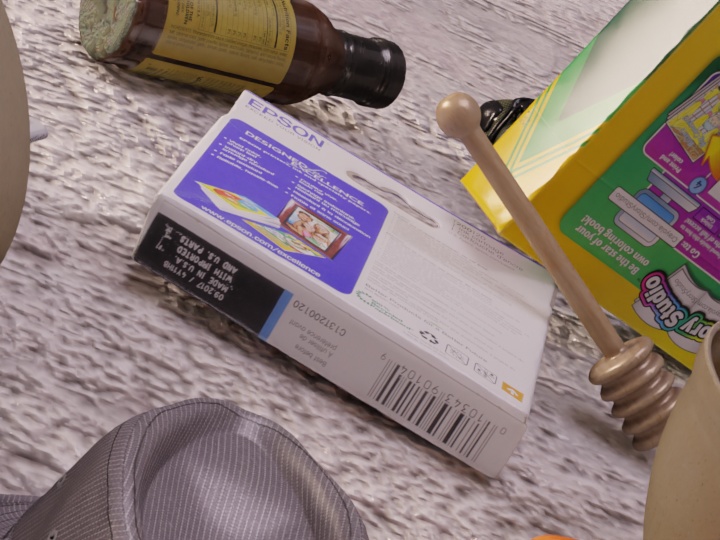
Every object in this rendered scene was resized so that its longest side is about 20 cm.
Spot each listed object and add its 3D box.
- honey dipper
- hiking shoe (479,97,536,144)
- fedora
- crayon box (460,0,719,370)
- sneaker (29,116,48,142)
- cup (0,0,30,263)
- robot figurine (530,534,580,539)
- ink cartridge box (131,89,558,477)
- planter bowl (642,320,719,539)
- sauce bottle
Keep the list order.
[{"bbox_3d":[0.096,-0.001,1.203,0.200,0.038,0.038,55,20,-8],"label":"honey dipper"},{"bbox_3d":[0.100,-0.055,1.412,0.100,0.076,0.200,25,12,13],"label":"hiking shoe"},{"bbox_3d":[-0.057,0.105,0.826,0.176,0.091,0.200,28,22,-5],"label":"fedora"},{"bbox_3d":[0.179,-0.052,1.283,0.200,0.173,0.058,33,17,-40],"label":"crayon box"},{"bbox_3d":[-0.190,-0.069,1.070,0.114,0.075,0.200,30,27,0],"label":"sneaker"},{"bbox_3d":[-0.198,-0.044,0.885,0.200,0.200,0.143,40,-2,25],"label":"cup"},{"bbox_3d":[0.087,0.174,0.821,0.199,0.145,0.117,13,11,-34],"label":"robot figurine"},{"bbox_3d":[0.000,0.000,1.185,0.197,0.044,0.200,31,21,-1],"label":"ink cartridge box"},{"bbox_3d":[0.198,0.131,1.025,0.199,0.135,0.200,25,23,-11],"label":"planter bowl"},{"bbox_3d":[-0.062,-0.127,1.364,0.199,0.065,0.065,12,27,-40],"label":"sauce bottle"}]
